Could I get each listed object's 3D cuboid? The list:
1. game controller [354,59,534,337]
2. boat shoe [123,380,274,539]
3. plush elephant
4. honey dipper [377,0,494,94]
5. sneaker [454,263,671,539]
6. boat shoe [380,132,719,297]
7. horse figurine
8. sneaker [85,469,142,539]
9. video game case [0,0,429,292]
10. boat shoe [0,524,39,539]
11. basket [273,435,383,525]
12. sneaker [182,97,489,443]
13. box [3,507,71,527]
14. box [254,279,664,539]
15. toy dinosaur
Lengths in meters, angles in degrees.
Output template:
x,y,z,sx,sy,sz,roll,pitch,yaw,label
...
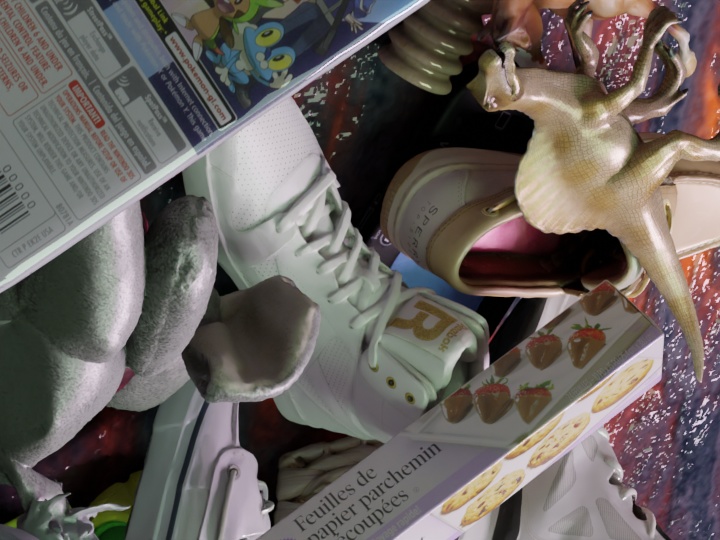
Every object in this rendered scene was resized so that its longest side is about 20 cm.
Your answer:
x,y,z,sx,sy,sz,roll,pitch,yaw,label
0.042,-0.010,0.871,0.104,0.042,0.201,11,118,-44,game controller
-0.071,0.115,0.796,0.066,0.202,0.074,17,160,-4,boat shoe
-0.109,0.008,0.694,0.163,0.155,0.202,-8,104,19,plush elephant
0.068,-0.170,0.755,0.038,0.038,0.201,10,115,-44,honey dipper
0.102,0.096,0.850,0.115,0.202,0.076,27,144,-6,sneaker
0.108,-0.017,0.832,0.198,0.069,0.074,-6,127,-26,boat shoe
0.134,-0.154,0.795,0.201,0.050,0.132,-53,137,-1,horse figurine
-0.095,0.188,0.907,0.074,0.084,0.201,-28,139,-16,sneaker
-0.098,-0.126,0.568,0.181,0.023,0.201,-34,96,-8,video game case
-0.168,0.152,0.663,0.199,0.071,0.091,-29,153,23,boat shoe
0.044,0.176,0.947,0.134,0.124,0.200,-13,145,16,basket
0.000,0.000,0.767,0.074,0.115,0.201,-48,136,-30,sneaker
-0.212,0.177,0.798,0.199,0.048,0.122,-27,166,-18,box
0.042,0.080,0.746,0.199,0.039,0.042,-35,147,-16,box
0.114,-0.049,0.775,0.101,0.058,0.200,-44,123,-1,toy dinosaur
